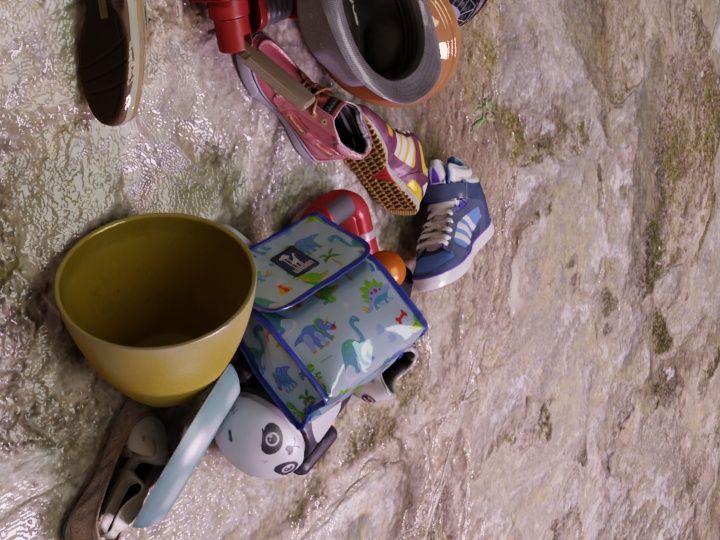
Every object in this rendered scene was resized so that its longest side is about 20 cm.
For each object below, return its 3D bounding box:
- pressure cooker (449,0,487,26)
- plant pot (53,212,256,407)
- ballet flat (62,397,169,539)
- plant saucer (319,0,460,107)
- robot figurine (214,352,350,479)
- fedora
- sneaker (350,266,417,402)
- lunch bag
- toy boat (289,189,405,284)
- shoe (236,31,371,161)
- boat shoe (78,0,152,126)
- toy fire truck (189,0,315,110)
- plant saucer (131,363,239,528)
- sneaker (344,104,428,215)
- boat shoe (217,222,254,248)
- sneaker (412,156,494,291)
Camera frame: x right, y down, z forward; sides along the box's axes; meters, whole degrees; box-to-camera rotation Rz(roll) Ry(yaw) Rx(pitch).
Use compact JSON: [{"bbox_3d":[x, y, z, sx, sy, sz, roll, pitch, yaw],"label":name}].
[{"bbox_3d":[0.054,-0.387,1.486,0.200,0.179,0.176,-5,103,-55],"label":"pressure cooker"},{"bbox_3d":[-0.204,0.057,1.235,0.200,0.200,0.142,-46,150,-38],"label":"plant pot"},{"bbox_3d":[-0.244,0.214,1.278,0.068,0.067,0.200,43,61,-45],"label":"ballet flat"},{"bbox_3d":[0.021,-0.281,1.436,0.037,0.200,0.200,-57,135,-45],"label":"plant saucer"},{"bbox_3d":[-0.086,0.153,1.417,0.150,0.125,0.200,37,55,3],"label":"robot figurine"},{"bbox_3d":[-0.002,-0.273,1.323,0.177,0.090,0.200,-49,119,-42],"label":"fedora"},{"bbox_3d":[0.050,0.087,1.611,0.074,0.088,0.200,37,65,-45],"label":"sneaker"},{"bbox_3d":[-0.053,0.044,1.341,0.170,0.127,0.200,-32,78,-33],"label":"lunch bag"},{"bbox_3d":[0.000,0.000,1.502,0.131,0.131,0.200,-37,122,-42],"label":"toy boat"},{"bbox_3d":[-0.063,-0.207,1.429,0.200,0.091,0.071,54,54,-38],"label":"shoe"},{"bbox_3d":[-0.241,-0.249,1.228,0.076,0.072,0.200,-12,104,-62],"label":"boat shoe"},{"bbox_3d":[-0.098,-0.293,1.353,0.176,0.129,0.200,-32,123,-45],"label":"toy fire truck"},{"bbox_3d":[-0.180,0.192,1.278,0.027,0.200,0.200,31,63,-2],"label":"plant saucer"},{"bbox_3d":[0.031,-0.164,1.576,0.200,0.075,0.090,58,44,-45],"label":"sneaker"},{"bbox_3d":[-0.120,0.022,1.414,0.200,0.074,0.067,39,72,-33],"label":"boat shoe"},{"bbox_3d":[0.108,-0.076,1.658,0.200,0.081,0.147,-44,117,-45],"label":"sneaker"}]
